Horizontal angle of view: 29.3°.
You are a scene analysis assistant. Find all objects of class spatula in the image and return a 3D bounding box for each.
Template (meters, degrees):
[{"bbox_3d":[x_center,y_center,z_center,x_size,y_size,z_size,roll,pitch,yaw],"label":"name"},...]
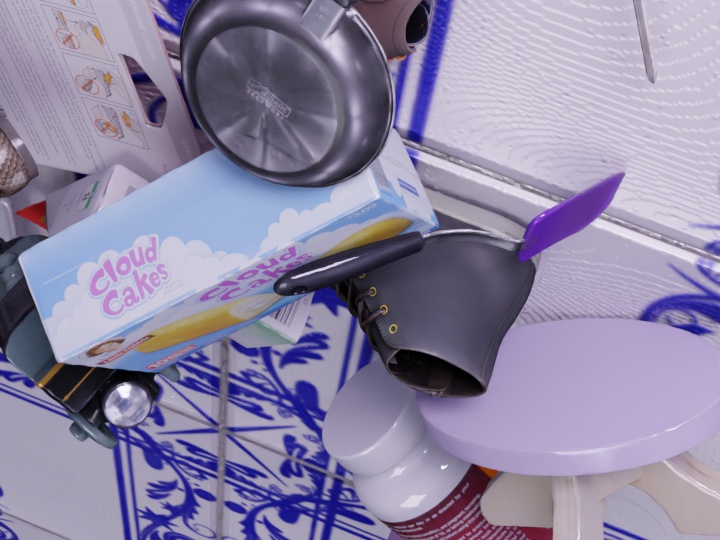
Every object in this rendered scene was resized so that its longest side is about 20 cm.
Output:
[{"bbox_3d":[0.049,-0.014,0.740,0.198,0.021,0.057,-12,155,-10],"label":"spatula"}]

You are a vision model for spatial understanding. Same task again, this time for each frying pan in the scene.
[{"bbox_3d":[-0.011,-0.098,0.625,0.189,0.031,0.115,-23,110,39],"label":"frying pan"}]

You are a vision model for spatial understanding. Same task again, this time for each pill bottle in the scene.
[{"bbox_3d":[0.068,0.155,1.006,0.112,0.114,0.200,-13,134,46],"label":"pill bottle"}]

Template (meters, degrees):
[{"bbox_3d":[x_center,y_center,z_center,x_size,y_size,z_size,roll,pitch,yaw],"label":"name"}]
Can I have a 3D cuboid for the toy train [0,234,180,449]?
[{"bbox_3d":[-0.188,0.036,0.895,0.114,0.085,0.200,46,178,-28],"label":"toy train"}]

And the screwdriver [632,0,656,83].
[{"bbox_3d":[0.116,-0.154,0.590,0.029,0.028,0.200,-20,137,11],"label":"screwdriver"}]

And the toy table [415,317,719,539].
[{"bbox_3d":[0.143,0.112,0.852,0.199,0.184,0.118,6,129,43],"label":"toy table"}]

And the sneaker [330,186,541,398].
[{"bbox_3d":[0.000,0.000,0.824,0.198,0.107,0.075,16,149,14],"label":"sneaker"}]

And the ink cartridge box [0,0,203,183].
[{"bbox_3d":[-0.170,-0.130,0.806,0.175,0.045,0.201,14,148,18],"label":"ink cartridge box"}]

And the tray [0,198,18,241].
[{"bbox_3d":[-0.299,-0.027,1.065,0.107,0.022,0.200,29,150,9],"label":"tray"}]

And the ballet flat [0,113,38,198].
[{"bbox_3d":[-0.255,-0.089,0.830,0.200,0.046,0.068,35,155,45],"label":"ballet flat"}]

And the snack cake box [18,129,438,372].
[{"bbox_3d":[-0.069,-0.016,0.756,0.199,0.068,0.115,-27,167,15],"label":"snack cake box"}]

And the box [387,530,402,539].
[{"bbox_3d":[0.140,0.289,1.178,0.200,0.097,0.175,40,146,-24],"label":"box"}]

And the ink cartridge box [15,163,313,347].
[{"bbox_3d":[-0.145,0.001,0.937,0.160,0.050,0.199,31,157,-25],"label":"ink cartridge box"}]

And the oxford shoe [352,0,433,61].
[{"bbox_3d":[-0.009,-0.118,0.689,0.072,0.072,0.200,26,149,-12],"label":"oxford shoe"}]
